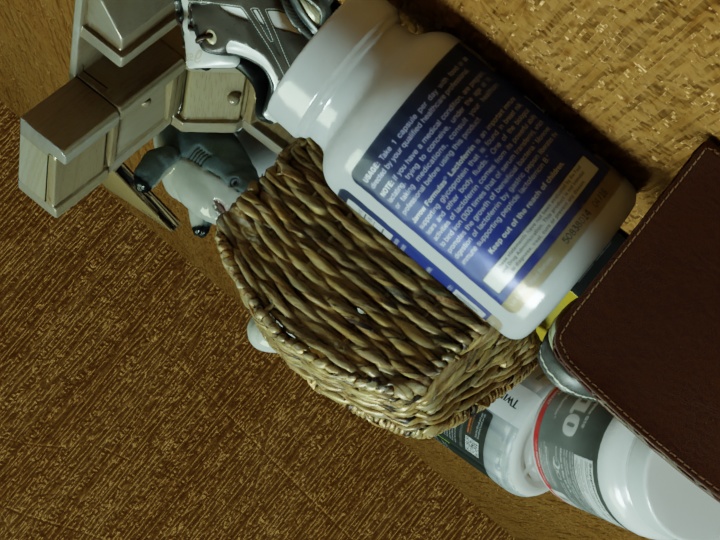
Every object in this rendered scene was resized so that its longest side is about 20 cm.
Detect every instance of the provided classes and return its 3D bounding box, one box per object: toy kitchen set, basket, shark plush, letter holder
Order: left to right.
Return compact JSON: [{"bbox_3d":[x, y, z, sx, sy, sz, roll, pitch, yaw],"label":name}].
[{"bbox_3d":[-0.107,-0.114,1.263,0.180,0.200,0.164,37,146,15],"label":"toy kitchen set"},{"bbox_3d":[-0.111,-0.112,1.404,0.091,0.083,0.201,49,-151,-40],"label":"shark plush"},{"bbox_3d":[0.008,0.024,1.235,0.200,0.143,0.149,40,170,22],"label":"basket"},{"bbox_3d":[0.209,0.060,0.903,0.200,0.142,0.101,37,171,18],"label":"letter holder"}]

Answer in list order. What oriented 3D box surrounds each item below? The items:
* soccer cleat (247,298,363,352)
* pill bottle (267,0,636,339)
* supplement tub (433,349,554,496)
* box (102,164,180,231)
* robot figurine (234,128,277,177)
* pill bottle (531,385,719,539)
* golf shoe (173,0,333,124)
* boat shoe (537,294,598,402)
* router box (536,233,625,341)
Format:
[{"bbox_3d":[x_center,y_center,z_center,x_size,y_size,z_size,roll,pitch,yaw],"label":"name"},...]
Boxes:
[{"bbox_3d":[0.000,0.000,1.391,0.069,0.199,0.078,-112,0,-50],"label":"soccer cleat"},{"bbox_3d":[0.050,-0.064,1.049,0.200,0.116,0.116,40,172,2],"label":"pill bottle"},{"bbox_3d":[0.108,0.108,1.653,0.200,0.123,0.123,33,169,39],"label":"supplement tub"},{"bbox_3d":[-0.381,-0.145,2.816,0.200,0.021,0.164,32,168,45],"label":"box"},{"bbox_3d":[-0.032,-0.056,1.456,0.169,0.113,0.200,-12,135,41],"label":"robot figurine"},{"bbox_3d":[0.216,0.141,1.383,0.114,0.114,0.200,42,171,-14],"label":"pill bottle"},{"bbox_3d":[-0.093,-0.180,1.160,0.200,0.095,0.078,44,172,-12],"label":"golf shoe"},{"bbox_3d":[0.156,0.051,1.027,0.200,0.066,0.072,-10,-121,-53],"label":"boat shoe"},{"bbox_3d":[0.114,-0.014,1.242,0.157,0.052,0.200,40,171,9],"label":"router box"}]
